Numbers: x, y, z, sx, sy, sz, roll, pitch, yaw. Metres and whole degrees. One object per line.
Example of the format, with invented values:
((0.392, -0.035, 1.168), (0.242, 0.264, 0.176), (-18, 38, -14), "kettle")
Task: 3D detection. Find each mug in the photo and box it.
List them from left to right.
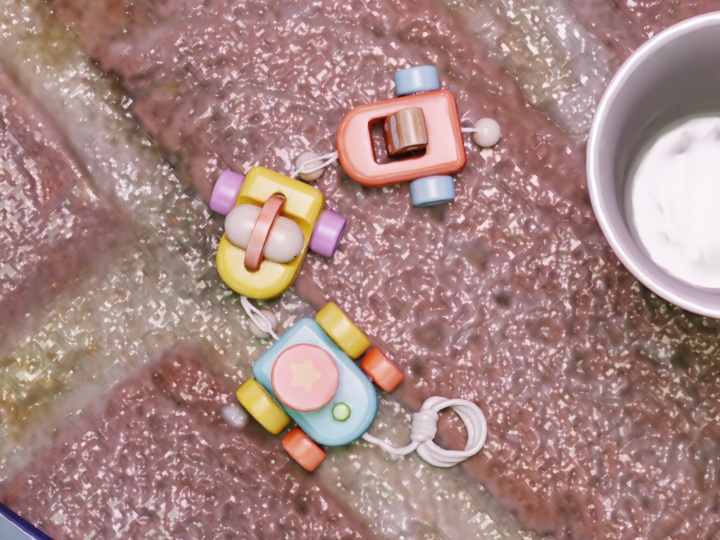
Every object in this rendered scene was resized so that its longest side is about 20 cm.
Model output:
((0.190, -0.043, 1.169), (0.177, 0.200, 0.134), (-15, 85, 3), "mug")

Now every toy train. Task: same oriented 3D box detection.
((0.000, 0.000, 1.254), (0.149, 0.056, 0.201), (-5, 86, 5), "toy train")

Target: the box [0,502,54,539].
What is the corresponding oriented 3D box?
((-0.183, 0.189, 1.269), (0.200, 0.032, 0.121), (34, 90, 7), "box")
